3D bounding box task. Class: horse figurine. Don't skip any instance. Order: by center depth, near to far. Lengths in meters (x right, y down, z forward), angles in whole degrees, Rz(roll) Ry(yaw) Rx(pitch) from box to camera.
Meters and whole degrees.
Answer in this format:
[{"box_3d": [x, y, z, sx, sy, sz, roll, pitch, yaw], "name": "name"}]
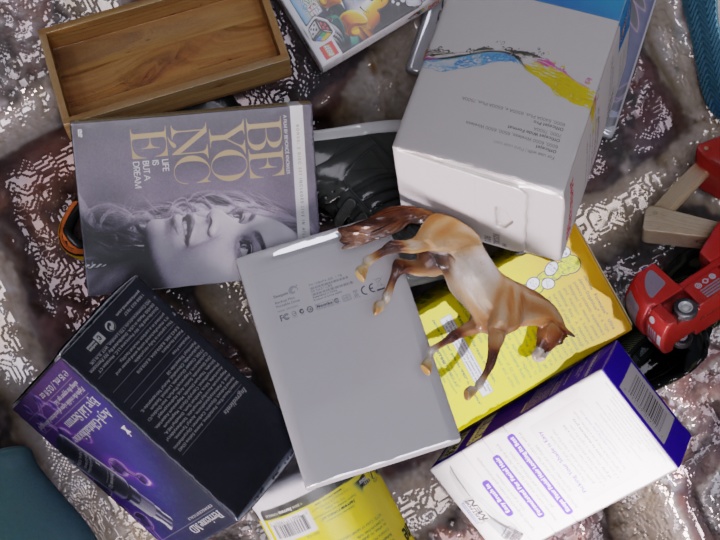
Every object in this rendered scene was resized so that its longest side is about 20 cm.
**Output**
[{"box_3d": [0.075, 0.014, 1.243, 0.200, 0.050, 0.133, 47, 62, 4], "name": "horse figurine"}]

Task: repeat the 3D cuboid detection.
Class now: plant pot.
[{"box_3d": [-0.305, 0.256, 1.265, 0.200, 0.200, 0.188, -24, 78, -5], "name": "plant pot"}]

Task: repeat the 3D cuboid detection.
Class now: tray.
[{"box_3d": [-0.169, -0.188, 1.321, 0.200, 0.037, 0.099, -17, 68, -5], "name": "tray"}]

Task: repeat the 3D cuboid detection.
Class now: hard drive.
[{"box_3d": [-0.012, 0.066, 1.255, 0.132, 0.025, 0.200, -17, 75, -6], "name": "hard drive"}]

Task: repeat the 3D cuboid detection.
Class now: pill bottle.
[{"box_3d": [-0.006, 0.253, 1.328, 0.112, 0.112, 0.200, -28, 95, -5], "name": "pill bottle"}]

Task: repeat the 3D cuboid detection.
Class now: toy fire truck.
[{"box_3d": [0.296, -0.027, 1.334, 0.200, 0.049, 0.141, -30, 55, -17], "name": "toy fire truck"}]

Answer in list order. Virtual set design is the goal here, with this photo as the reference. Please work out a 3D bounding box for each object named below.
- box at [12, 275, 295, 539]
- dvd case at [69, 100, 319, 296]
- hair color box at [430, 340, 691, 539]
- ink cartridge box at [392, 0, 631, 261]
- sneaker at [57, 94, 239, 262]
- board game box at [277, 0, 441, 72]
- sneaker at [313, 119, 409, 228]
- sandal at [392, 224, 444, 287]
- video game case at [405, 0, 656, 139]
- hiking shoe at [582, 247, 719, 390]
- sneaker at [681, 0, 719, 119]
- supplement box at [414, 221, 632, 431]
[{"box_3d": [-0.170, 0.126, 1.275, 0.200, 0.148, 0.104, 43, 55, -4], "name": "box"}, {"box_3d": [-0.135, -0.060, 1.270, 0.200, 0.016, 0.149, -6, 107, -10], "name": "dvd case"}, {"box_3d": [0.172, 0.159, 1.320, 0.200, 0.065, 0.109, -35, 96, 30], "name": "hair color box"}, {"box_3d": [0.127, -0.137, 1.254, 0.144, 0.147, 0.200, 16, 72, 12], "name": "ink cartridge box"}, {"box_3d": [-0.178, -0.079, 1.311, 0.200, 0.090, 0.070, -42, 95, -4], "name": "sneaker"}, {"box_3d": [-0.032, -0.293, 1.341, 0.126, 0.035, 0.200, -32, 89, -3], "name": "board game box"}, {"box_3d": [-0.036, -0.065, 1.325, 0.200, 0.071, 0.099, -12, 69, -9], "name": "sneaker"}, {"box_3d": [0.001, 0.005, 1.352, 0.202, 0.083, 0.050, -6, 135, -8], "name": "sandal"}, {"box_3d": [0.162, -0.236, 1.380, 0.200, 0.023, 0.183, 18, 89, -7], "name": "video game case"}, {"box_3d": [0.293, 0.051, 1.358, 0.076, 0.101, 0.200, 43, 89, -18], "name": "hiking shoe"}, {"box_3d": [0.345, -0.241, 1.380, 0.081, 0.077, 0.200, -12, 99, -14], "name": "sneaker"}, {"box_3d": [0.117, 0.051, 1.338, 0.200, 0.109, 0.110, -30, 94, -5], "name": "supplement box"}]
